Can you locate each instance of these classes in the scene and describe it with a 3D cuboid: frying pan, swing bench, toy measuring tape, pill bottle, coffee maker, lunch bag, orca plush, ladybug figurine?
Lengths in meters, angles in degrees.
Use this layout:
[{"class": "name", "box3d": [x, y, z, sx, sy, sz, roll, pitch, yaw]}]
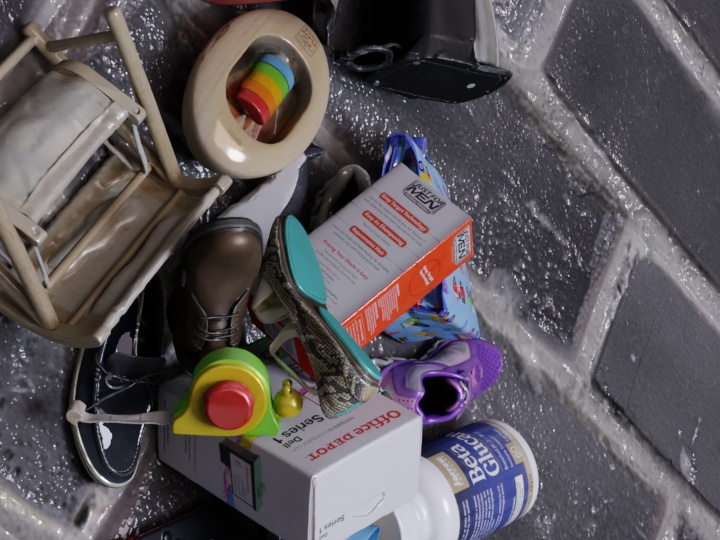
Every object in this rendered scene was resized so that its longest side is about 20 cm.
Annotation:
[{"class": "frying pan", "box3d": [-0.034, -0.251, 1.542, 0.116, 0.030, 0.191, 98, 2, -46]}, {"class": "swing bench", "box3d": [-0.244, -0.075, 1.317, 0.200, 0.129, 0.201, -53, 126, -33]}, {"class": "toy measuring tape", "box3d": [-0.146, 0.099, 1.324, 0.197, 0.074, 0.075, 3, 82, -2]}, {"class": "pill bottle", "box3d": [0.080, 0.229, 1.606, 0.199, 0.110, 0.113, -17, 98, -43]}, {"class": "coffee maker", "box3d": [0.066, -0.292, 1.614, 0.191, 0.133, 0.203, 18, 67, -55]}, {"class": "lunch bag", "box3d": [0.061, -0.039, 1.597, 0.150, 0.093, 0.203, 36, 53, -69]}, {"class": "orca plush", "box3d": [-0.107, -0.036, 1.504, 0.104, 0.071, 0.202, 16, 63, 5]}, {"class": "ladybug figurine", "box3d": [-0.102, -0.163, 1.487, 0.136, 0.072, 0.201, 50, 50, -17]}]

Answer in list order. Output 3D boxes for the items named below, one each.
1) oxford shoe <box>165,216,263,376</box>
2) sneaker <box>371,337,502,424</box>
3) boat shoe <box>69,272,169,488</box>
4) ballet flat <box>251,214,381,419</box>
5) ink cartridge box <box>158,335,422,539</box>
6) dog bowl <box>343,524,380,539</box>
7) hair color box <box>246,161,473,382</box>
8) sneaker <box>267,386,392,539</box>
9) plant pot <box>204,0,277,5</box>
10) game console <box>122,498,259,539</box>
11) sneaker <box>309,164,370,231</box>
[{"class": "oxford shoe", "box3d": [-0.119, 0.026, 1.352, 0.072, 0.201, 0.085, -2, 57, -15]}, {"class": "sneaker", "box3d": [0.088, 0.119, 1.636, 0.199, 0.088, 0.082, -14, 103, -44]}, {"class": "boat shoe", "box3d": [-0.207, 0.087, 1.379, 0.074, 0.062, 0.203, 11, 80, -44]}, {"class": "ballet flat", "box3d": [-0.051, 0.042, 1.351, 0.068, 0.075, 0.201, 35, 21, -54]}, {"class": "ink cartridge box", "box3d": [-0.063, 0.150, 1.407, 0.144, 0.199, 0.085, -23, 127, -42]}, {"class": "dog bowl", "box3d": [-0.044, 0.295, 1.423, 0.112, 0.049, 0.201, -48, 163, -49]}, {"class": "hair color box", "box3d": [0.000, 0.000, 1.446, 0.199, 0.101, 0.062, -38, 148, -19]}, {"class": "sneaker", "box3d": [-0.029, 0.203, 1.532, 0.078, 0.090, 0.201, 31, 85, -10]}, {"class": "plant pot", "box3d": [-0.084, -0.332, 1.453, 0.199, 0.176, 0.203, 8, 78, -41]}, {"class": "game console", "box3d": [-0.144, 0.320, 1.438, 0.176, 0.031, 0.203, -17, 98, -43]}, {"class": "sneaker", "box3d": [-0.027, -0.009, 1.536, 0.074, 0.081, 0.203, 11, 72, -7]}]
